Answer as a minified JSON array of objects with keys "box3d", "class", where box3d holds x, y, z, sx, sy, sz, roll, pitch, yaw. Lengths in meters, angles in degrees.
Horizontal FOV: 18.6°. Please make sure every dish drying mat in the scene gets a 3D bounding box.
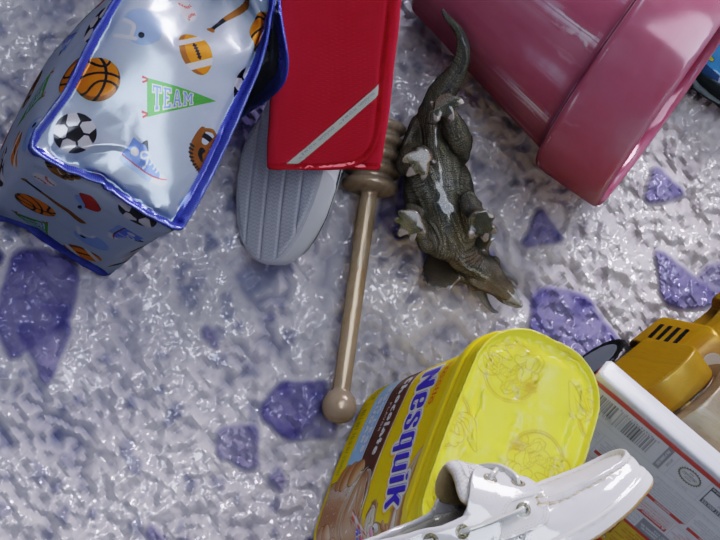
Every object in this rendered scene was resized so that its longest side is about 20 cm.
[{"box3d":[-0.012,-0.155,1.309,0.077,0.018,0.200,1,113,-14],"class":"dish drying mat"}]

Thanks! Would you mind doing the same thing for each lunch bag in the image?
[{"box3d":[-0.126,-0.112,1.322,0.124,0.170,0.200,29,70,-16],"class":"lunch bag"}]

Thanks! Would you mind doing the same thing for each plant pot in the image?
[{"box3d":[0.141,-0.173,1.434,0.179,0.200,0.200,36,68,6],"class":"plant pot"}]

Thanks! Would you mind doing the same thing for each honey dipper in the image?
[{"box3d":[0.000,0.000,1.419,0.038,0.038,0.200,11,77,-18],"class":"honey dipper"}]

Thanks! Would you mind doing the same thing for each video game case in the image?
[{"box3d":[0.155,0.157,1.347,0.143,0.200,0.017,40,46,4],"class":"video game case"}]

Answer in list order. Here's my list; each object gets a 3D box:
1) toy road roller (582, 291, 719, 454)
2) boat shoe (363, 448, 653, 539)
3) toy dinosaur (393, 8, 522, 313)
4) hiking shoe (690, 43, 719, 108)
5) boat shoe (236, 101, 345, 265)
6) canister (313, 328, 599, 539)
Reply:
[{"box3d":[0.230,0.081,1.399,0.146,0.200,0.123,-38,101,-9],"class":"toy road roller"},{"box3d":[0.066,0.133,1.179,0.200,0.071,0.069,-24,90,-21],"class":"boat shoe"},{"box3d":[0.050,-0.063,1.413,0.077,0.102,0.200,-15,91,-2],"class":"toy dinosaur"},{"box3d":[0.240,-0.206,1.523,0.074,0.087,0.200,-24,88,-23],"class":"hiking shoe"},{"box3d":[-0.020,-0.098,1.397,0.071,0.072,0.200,2,108,-52],"class":"boat shoe"},{"box3d":[0.051,0.123,1.323,0.086,0.200,0.149,26,71,-14],"class":"canister"}]
